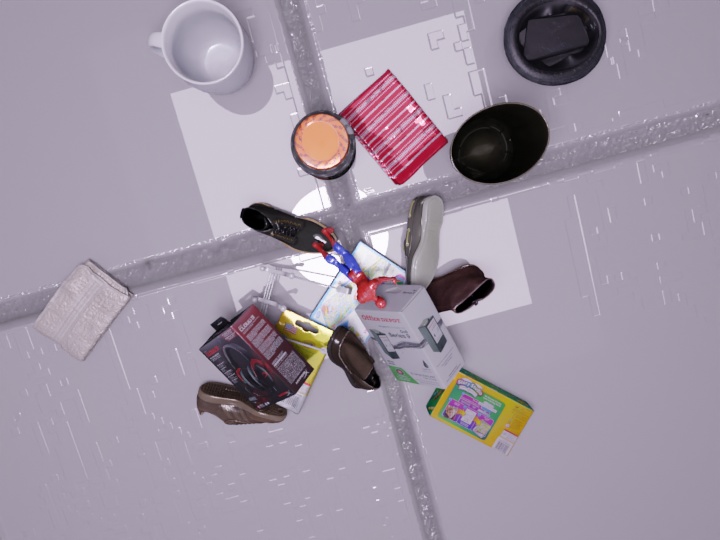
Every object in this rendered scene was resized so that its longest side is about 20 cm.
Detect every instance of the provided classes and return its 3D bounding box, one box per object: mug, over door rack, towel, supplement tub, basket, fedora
[{"bbox_3d":[-0.304,-0.416,1.043,0.199,0.175,0.148,9,97,-1],"label":"mug"},{"bbox_3d":[-0.128,0.082,1.117,0.199,0.067,0.148,15,92,0],"label":"over door rack"},{"bbox_3d":[0.070,-0.296,1.139,0.145,0.022,0.200,-41,96,4],"label":"towel"},{"bbox_3d":[-0.598,0.087,1.178,0.132,0.034,0.200,38,96,-4],"label":"towel"},{"bbox_3d":[-0.069,-0.239,1.056,0.122,0.200,0.123,0,97,-1],"label":"supplement tub"},{"bbox_3d":[0.246,-0.237,1.058,0.180,0.200,0.136,-20,98,3],"label":"basket"},{"bbox_3d":[0.376,-0.454,1.085,0.200,0.092,0.201,0,97,0],"label":"fedora"}]

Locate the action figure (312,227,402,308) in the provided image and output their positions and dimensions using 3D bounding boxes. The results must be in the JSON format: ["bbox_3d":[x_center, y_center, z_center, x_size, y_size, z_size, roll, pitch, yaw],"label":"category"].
[{"bbox_3d":[0.000,0.000,1.090,0.200,0.099,0.065,51,120,26],"label":"action figure"}]

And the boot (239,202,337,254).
[{"bbox_3d":[-0.147,-0.078,1.107,0.200,0.138,0.078,17,97,-4],"label":"boot"}]

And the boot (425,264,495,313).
[{"bbox_3d":[0.168,0.058,1.111,0.200,0.166,0.072,-36,101,4],"label":"boot"}]

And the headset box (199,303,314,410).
[{"bbox_3d":[-0.213,0.167,1.076,0.200,0.075,0.149,49,134,-10],"label":"headset box"}]

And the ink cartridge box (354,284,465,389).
[{"bbox_3d":[0.098,0.131,1.103,0.084,0.146,0.200,-44,115,-31],"label":"ink cartridge box"}]

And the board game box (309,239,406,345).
[{"bbox_3d":[-0.001,0.054,1.177,0.134,0.034,0.200,34,96,-4],"label":"board game box"}]

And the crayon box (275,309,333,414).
[{"bbox_3d":[-0.147,0.192,1.184,0.127,0.051,0.200,26,97,-1],"label":"crayon box"}]

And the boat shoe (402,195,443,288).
[{"bbox_3d":[0.125,-0.057,1.143,0.072,0.060,0.202,8,92,-42],"label":"boat shoe"}]

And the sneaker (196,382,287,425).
[{"bbox_3d":[-0.262,0.305,1.202,0.200,0.070,0.076,17,116,1],"label":"sneaker"}]

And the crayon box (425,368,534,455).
[{"bbox_3d":[0.261,0.304,1.199,0.200,0.058,0.119,28,96,-4],"label":"crayon box"}]

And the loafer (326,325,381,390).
[{"bbox_3d":[-0.003,0.184,1.131,0.071,0.200,0.073,11,59,34],"label":"loafer"}]
